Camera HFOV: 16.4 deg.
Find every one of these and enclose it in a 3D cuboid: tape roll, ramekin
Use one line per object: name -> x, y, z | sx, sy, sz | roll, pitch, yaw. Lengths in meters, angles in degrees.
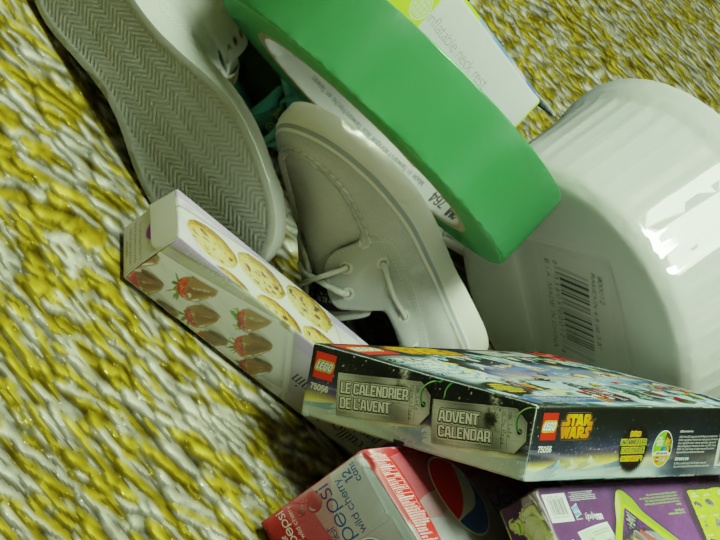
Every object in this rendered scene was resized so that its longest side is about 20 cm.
tape roll -> 0.016, -0.088, 1.297 | 0.200, 0.048, 0.200 | 44, -3, 3
ramekin -> 0.149, 0.003, 1.406 | 0.098, 0.200, 0.201 | -30, 83, -31

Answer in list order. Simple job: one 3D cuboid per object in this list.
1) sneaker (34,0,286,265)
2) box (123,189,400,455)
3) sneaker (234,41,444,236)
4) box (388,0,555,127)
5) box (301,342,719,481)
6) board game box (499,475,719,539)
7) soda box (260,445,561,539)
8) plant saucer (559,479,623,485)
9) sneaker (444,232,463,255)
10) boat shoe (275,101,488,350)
sneaker -> -0.080, -0.091, 1.319 | 0.201, 0.074, 0.115 | 58, 24, 11
box -> -0.039, 0.034, 1.265 | 0.200, 0.039, 0.042 | 40, 28, -31
sneaker -> -0.030, -0.080, 1.431 | 0.200, 0.078, 0.080 | 51, 36, 12
box -> 0.019, -0.145, 1.369 | 0.122, 0.048, 0.200 | 40, -4, 39
box -> 0.085, 0.070, 1.249 | 0.200, 0.136, 0.040 | 4, 97, -53
board game box -> 0.152, 0.160, 1.223 | 0.200, 0.032, 0.120 | 3, 56, -53
soda box -> 0.035, 0.127, 1.239 | 0.064, 0.070, 0.200 | 59, 22, 16
plant saucer -> 0.164, 0.150, 1.378 | 0.200, 0.050, 0.200 | 48, -7, 7
sneaker -> 0.114, -0.002, 1.583 | 0.201, 0.078, 0.099 | 59, 19, 9
boat shoe -> 0.000, 0.000, 1.317 | 0.072, 0.069, 0.200 | 18, -31, 38
